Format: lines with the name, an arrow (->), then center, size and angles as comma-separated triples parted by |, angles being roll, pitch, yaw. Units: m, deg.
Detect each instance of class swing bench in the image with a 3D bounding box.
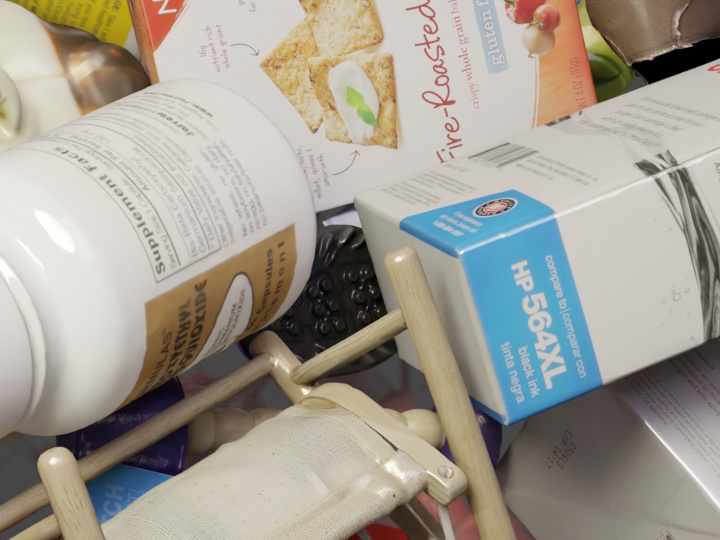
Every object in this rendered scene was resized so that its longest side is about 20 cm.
swing bench -> -0.028, 0.132, 1.174 | 0.199, 0.130, 0.201 | -29, 89, -36

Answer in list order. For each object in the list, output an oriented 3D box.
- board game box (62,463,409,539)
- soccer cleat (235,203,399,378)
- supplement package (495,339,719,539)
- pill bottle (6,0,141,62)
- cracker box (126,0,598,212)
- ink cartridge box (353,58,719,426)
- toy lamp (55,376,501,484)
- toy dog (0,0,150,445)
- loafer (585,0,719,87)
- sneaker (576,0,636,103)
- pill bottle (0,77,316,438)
board game box -> -0.059, 0.186, 1.236 | 0.152, 0.040, 0.201 | 14, 52, -13
soccer cleat -> 0.000, 0.000, 1.366 | 0.200, 0.073, 0.068 | -31, 107, -44
supplement package -> 0.182, 0.068, 1.369 | 0.200, 0.121, 0.120 | -30, 70, -35
pill bottle -> -0.129, -0.168, 1.420 | 0.199, 0.114, 0.115 | 26, 50, -3
cracker box -> 0.000, -0.104, 1.360 | 0.199, 0.058, 0.135 | -16, 102, -9
ink cartridge box -> 0.117, -0.019, 1.274 | 0.199, 0.146, 0.085 | -20, 105, -13
toy lamp -> -0.036, 0.071, 1.320 | 0.199, 0.058, 0.058 | -1, 56, -22
toy dog -> -0.176, -0.041, 1.295 | 0.194, 0.140, 0.200 | 41, 50, -2
loafer -> 0.155, -0.106, 1.417 | 0.200, 0.073, 0.071 | 17, 57, -60
sneaker -> 0.153, -0.150, 1.547 | 0.199, 0.076, 0.105 | -14, 61, -29
pill bottle -> -0.118, 0.002, 1.194 | 0.114, 0.114, 0.200 | 45, 40, 14
